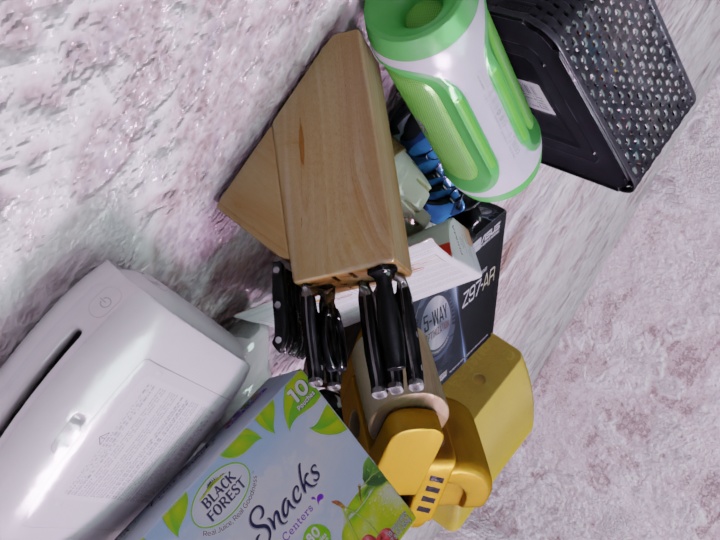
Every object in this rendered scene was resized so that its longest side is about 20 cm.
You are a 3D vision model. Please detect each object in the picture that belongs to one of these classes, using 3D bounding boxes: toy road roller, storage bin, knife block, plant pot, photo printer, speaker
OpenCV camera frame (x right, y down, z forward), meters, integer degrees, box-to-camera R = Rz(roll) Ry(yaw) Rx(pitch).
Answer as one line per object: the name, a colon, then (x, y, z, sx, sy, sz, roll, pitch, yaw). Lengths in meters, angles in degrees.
toy road roller: (0.054, 0.145, 0.913, 0.143, 0.124, 0.202, 2, 133, -17)
storage bin: (0.158, -0.166, 0.792, 0.094, 0.135, 0.200, -52, 133, -8)
knife block: (0.004, -0.027, 0.668, 0.201, 0.174, 0.064, -55, 164, 0)
plant pot: (0.103, 0.161, 1.287, 0.200, 0.198, 0.178, -44, 155, -32)
photo printer: (-0.155, 0.085, 0.618, 0.167, 0.069, 0.200, -53, 164, -6)
speaker: (0.072, -0.131, 0.736, 0.089, 0.088, 0.200, -52, 144, -9)

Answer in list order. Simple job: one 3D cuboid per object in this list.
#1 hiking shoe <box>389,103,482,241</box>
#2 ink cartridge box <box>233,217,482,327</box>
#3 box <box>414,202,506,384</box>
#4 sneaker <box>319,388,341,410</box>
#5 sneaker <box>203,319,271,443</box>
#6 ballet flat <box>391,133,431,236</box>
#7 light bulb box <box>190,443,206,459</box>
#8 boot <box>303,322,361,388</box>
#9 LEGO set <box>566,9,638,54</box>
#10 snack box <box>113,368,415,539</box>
hiking shoe: (0.076, -0.098, 0.891, 0.075, 0.086, 0.200, -51, 163, -12)
ink cartridge box: (0.000, 0.000, 0.806, 0.160, 0.051, 0.200, -21, 165, 13)
box: (0.074, 0.040, 1.026, 0.199, 0.043, 0.163, -37, 139, -44)
sneaker: (-0.010, 0.158, 1.066, 0.197, 0.076, 0.089, -24, 134, -17)
sneaker: (-0.091, 0.114, 0.843, 0.070, 0.080, 0.202, -39, 156, -37)
ballet flat: (0.025, -0.062, 0.841, 0.068, 0.072, 0.200, -55, 164, -12)
light bulb box: (-0.107, 0.250, 0.810, 0.197, 0.126, 0.200, 10, 123, -28)
boot: (0.019, 0.029, 1.032, 0.199, 0.070, 0.148, -22, 137, -64)
LEGO set: (0.193, -0.194, 0.980, 0.155, 0.115, 0.200, -58, 163, 9)
snack box: (-0.071, 0.186, 0.682, 0.200, 0.143, 0.053, -46, -167, -32)
